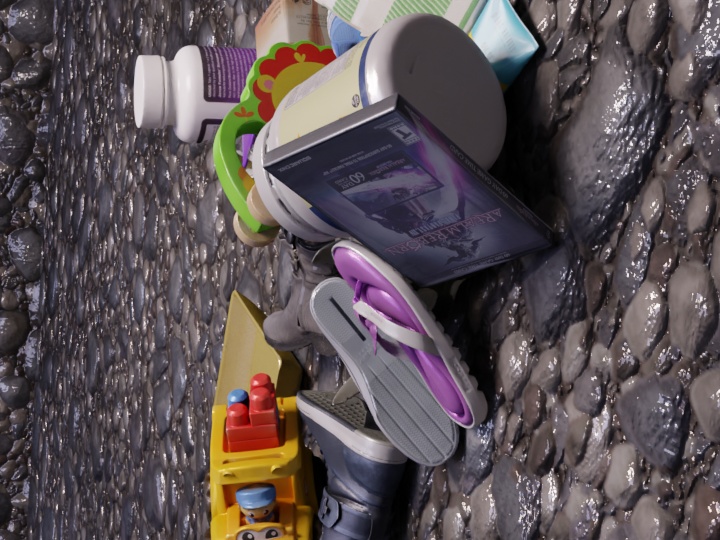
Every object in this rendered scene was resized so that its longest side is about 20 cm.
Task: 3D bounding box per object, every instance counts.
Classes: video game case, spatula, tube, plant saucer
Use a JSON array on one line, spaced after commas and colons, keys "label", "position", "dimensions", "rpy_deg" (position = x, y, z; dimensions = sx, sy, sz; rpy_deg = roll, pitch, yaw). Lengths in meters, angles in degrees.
[{"label": "video game case", "position": [0.040, -0.056, 1.031], "dimensions": [0.142, 0.199, 0.019], "rpy_deg": [-19, 47, 39]}, {"label": "spatula", "position": [-0.099, -0.101, 1.387], "dimensions": [0.201, 0.020, 0.057], "rpy_deg": [63, 146, 39]}, {"label": "tube", "position": [0.093, -0.152, 1.151], "dimensions": [0.078, 0.050, 0.201], "rpy_deg": [60, 139, 26]}, {"label": "plant saucer", "position": [-0.125, 0.154, 1.621], "dimensions": [0.200, 0.048, 0.203], "rpy_deg": [-132, 48, -56]}]

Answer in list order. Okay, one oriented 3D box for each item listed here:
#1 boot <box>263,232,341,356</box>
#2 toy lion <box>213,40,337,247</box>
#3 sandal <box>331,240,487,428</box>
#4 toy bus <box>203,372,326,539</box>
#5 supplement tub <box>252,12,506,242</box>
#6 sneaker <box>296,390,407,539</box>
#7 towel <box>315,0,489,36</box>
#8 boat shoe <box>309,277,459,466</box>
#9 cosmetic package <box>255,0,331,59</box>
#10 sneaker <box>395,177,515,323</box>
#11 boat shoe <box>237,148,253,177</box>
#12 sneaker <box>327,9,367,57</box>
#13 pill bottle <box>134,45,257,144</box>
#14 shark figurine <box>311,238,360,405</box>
[{"label": "boot", "position": [-0.060, 0.016, 1.412], "dimensions": [0.199, 0.069, 0.133], "rpy_deg": [-3, 107, 59]}, {"label": "toy lion", "position": [-0.063, -0.141, 1.328], "dimensions": [0.193, 0.198, 0.069], "rpy_deg": [63, 150, 14]}, {"label": "sandal", "position": [0.036, 0.059, 1.138], "dimensions": [0.203, 0.050, 0.083], "rpy_deg": [50, 155, 6]}, {"label": "toy bus", "position": [-0.106, 0.218, 1.380], "dimensions": [0.201, 0.134, 0.194], "rpy_deg": [-96, 1, -57]}, {"label": "supplement tub", "position": [0.011, -0.114, 1.110], "dimensions": [0.199, 0.144, 0.147], "rpy_deg": [-26, 64, 47]}, {"label": "sneaker", "position": [-0.023, 0.212, 1.348], "dimensions": [0.202, 0.076, 0.148], "rpy_deg": [-149, 65, -62]}, {"label": "towel", "position": [0.026, -0.276, 1.160], "dimensions": [0.199, 0.023, 0.153], "rpy_deg": [37, 127, 9]}, {"label": "boat shoe", "position": [0.028, 0.091, 1.217], "dimensions": [0.201, 0.073, 0.067], "rpy_deg": [58, -177, 8]}, {"label": "cosmetic package", "position": [-0.057, -0.192, 1.435], "dimensions": [0.103, 0.086, 0.203], "rpy_deg": [144, 124, -60]}, {"label": "sneaker", "position": [0.074, -0.034, 1.162], "dimensions": [0.200, 0.076, 0.090], "rpy_deg": [129, 152, -48]}, {"label": "boat shoe", "position": [-0.118, -0.099, 1.569], "dimensions": [0.202, 0.085, 0.075], "rpy_deg": [-124, 42, -53]}, {"label": "sneaker", "position": [0.023, -0.232, 1.267], "dimensions": [0.200, 0.077, 0.091], "rpy_deg": [159, 112, -64]}, {"label": "pill bottle", "position": [-0.161, -0.205, 1.523], "dimensions": [0.111, 0.197, 0.113], "rpy_deg": [180, 90, -72]}, {"label": "shark figurine", "position": [-0.005, 0.014, 1.303], "dimensions": [0.128, 0.088, 0.218], "rpy_deg": [-131, 45, -68]}]
